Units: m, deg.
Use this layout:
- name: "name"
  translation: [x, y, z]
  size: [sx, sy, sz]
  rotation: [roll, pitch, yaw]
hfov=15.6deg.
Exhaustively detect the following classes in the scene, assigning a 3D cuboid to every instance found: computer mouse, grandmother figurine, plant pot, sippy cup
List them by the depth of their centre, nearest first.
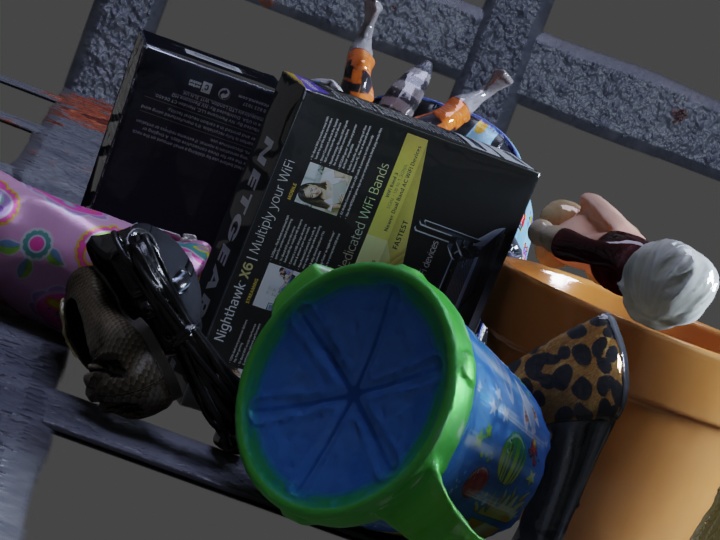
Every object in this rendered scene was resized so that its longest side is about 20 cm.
- name: "sippy cup"
  translation: [0.026, 0.080, 1.349]
  size: [0.140, 0.178, 0.130]
  rotation: [-9, -25, 34]
- name: "computer mouse"
  translation: [-0.094, 0.032, 1.446]
  size: [0.141, 0.046, 0.200]
  rotation: [61, -9, -5]
- name: "grandmother figurine"
  translation: [0.157, -0.006, 1.544]
  size: [0.121, 0.061, 0.200]
  rotation: [10, 6, -15]
- name: "plant pot"
  translation: [0.153, 0.091, 1.594]
  size: [0.200, 0.140, 0.200]
  rotation: [21, 5, -2]

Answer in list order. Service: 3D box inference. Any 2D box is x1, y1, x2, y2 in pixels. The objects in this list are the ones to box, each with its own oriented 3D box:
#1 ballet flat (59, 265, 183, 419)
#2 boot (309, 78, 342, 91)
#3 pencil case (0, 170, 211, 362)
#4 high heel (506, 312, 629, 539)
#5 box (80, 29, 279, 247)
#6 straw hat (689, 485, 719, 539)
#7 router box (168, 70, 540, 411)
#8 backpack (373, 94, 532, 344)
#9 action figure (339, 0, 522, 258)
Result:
- name: "ballet flat"
  translation: [-0.143, 0.043, 1.446]
  size: [0.067, 0.046, 0.200]
  rotation: [65, -10, -19]
- name: "boot"
  translation: [-0.043, -0.020, 1.601]
  size: [0.073, 0.200, 0.096]
  rotation: [4, -31, 10]
- name: "pencil case"
  translation: [-0.181, -0.007, 1.586]
  size: [0.200, 0.088, 0.087]
  rotation: [20, 5, 6]
- name: "high heel"
  translation: [0.048, 0.063, 1.457]
  size: [0.200, 0.143, 0.071]
  rotation: [23, 6, 21]
- name: "box"
  translation: [-0.126, -0.053, 1.736]
  size: [0.104, 0.182, 0.200]
  rotation: [20, 6, -8]
- name: "straw hat"
  translation: [0.243, 0.130, 1.373]
  size: [0.085, 0.201, 0.201]
  rotation: [35, 5, -1]
- name: "router box"
  translation: [-0.006, 0.004, 1.534]
  size: [0.157, 0.200, 0.052]
  rotation: [19, 9, -22]
- name: "backpack"
  translation: [0.043, -0.022, 1.934]
  size: [0.182, 0.200, 0.135]
  rotation: [20, 1, 22]
- name: "action figure"
  translation: [0.030, -0.065, 1.835]
  size: [0.200, 0.194, 0.105]
  rotation: [32, -12, -9]
